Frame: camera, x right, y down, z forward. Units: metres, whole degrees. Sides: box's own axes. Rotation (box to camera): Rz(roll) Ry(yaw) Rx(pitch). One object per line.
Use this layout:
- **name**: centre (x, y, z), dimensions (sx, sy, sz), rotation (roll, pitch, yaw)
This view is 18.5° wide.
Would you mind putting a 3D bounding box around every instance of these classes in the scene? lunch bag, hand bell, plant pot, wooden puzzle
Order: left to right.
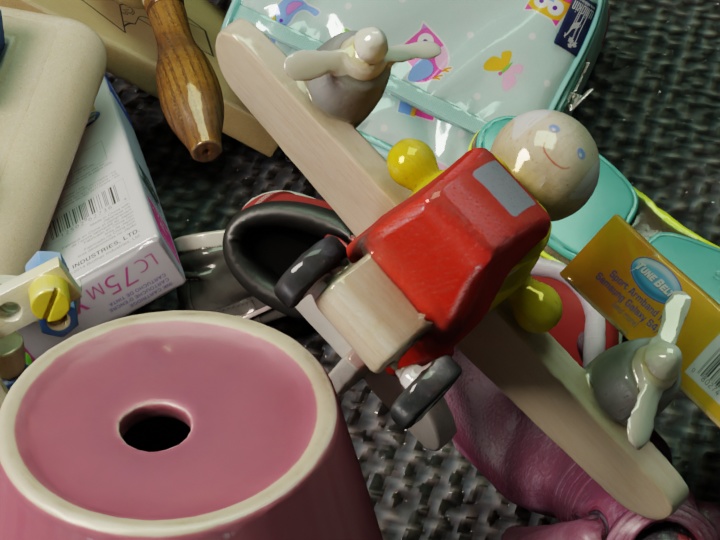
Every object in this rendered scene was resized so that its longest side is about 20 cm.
- **wooden puzzle**: centre (-0.242, -0.078, 1.093), dimensions (0.199, 0.046, 0.186), rotation (14, 54, 2)
- **hand bell**: centre (-0.104, -0.134, 1.174), dimensions (0.104, 0.104, 0.201), rotation (-8, 52, -12)
- **plant pot**: centre (-0.068, 0.124, 0.861), dimensions (0.199, 0.180, 0.200), rotation (-1, 37, 1)
- **lunch bag**: centre (0.031, -0.126, 1.204), dimensions (0.199, 0.077, 0.161), rotation (25, 84, 7)

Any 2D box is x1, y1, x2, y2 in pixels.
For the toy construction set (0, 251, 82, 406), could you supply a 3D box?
- **toy construction set**: centre (-0.223, 0.048, 1.006), dimensions (0.199, 0.132, 0.092), rotation (2, 35, 2)

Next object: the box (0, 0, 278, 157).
- **box**: centre (-0.139, -0.149, 1.266), dimensions (0.200, 0.021, 0.164), rotation (28, 20, -25)

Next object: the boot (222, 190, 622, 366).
- **boot**: centre (0.032, 0.015, 1.037), dimensions (0.199, 0.073, 0.144), rotation (18, 2, -2)

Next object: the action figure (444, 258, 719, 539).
- **action figure**: centre (0.117, 0.093, 0.950), dimensions (0.133, 0.150, 0.200), rotation (-4, 22, -16)

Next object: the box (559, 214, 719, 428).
- **box**: centre (0.172, 0.057, 0.962), dimensions (0.042, 0.200, 0.119), rotation (-48, 55, 5)

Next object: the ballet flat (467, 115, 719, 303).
- **ballet flat**: centre (0.135, -0.003, 1.122), dimensions (0.200, 0.067, 0.067), rotation (33, 62, 20)

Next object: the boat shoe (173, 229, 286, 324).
- **boat shoe**: centre (0.000, 0.000, 1.152), dimensions (0.199, 0.057, 0.067), rotation (-6, 1, -15)

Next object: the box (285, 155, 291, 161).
- **box**: centre (0.034, -0.137, 1.336), dimensions (0.159, 0.050, 0.200), rotation (1, 36, -2)

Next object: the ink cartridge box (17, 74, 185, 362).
- **ink cartridge box**: centre (-0.168, -0.034, 1.163), dimensions (0.119, 0.042, 0.200), rotation (-28, 41, 3)

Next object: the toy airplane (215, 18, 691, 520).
- **toy airplane**: centre (0.039, -0.004, 0.878), dimensions (0.141, 0.200, 0.199), rotation (-44, 39, -8)
